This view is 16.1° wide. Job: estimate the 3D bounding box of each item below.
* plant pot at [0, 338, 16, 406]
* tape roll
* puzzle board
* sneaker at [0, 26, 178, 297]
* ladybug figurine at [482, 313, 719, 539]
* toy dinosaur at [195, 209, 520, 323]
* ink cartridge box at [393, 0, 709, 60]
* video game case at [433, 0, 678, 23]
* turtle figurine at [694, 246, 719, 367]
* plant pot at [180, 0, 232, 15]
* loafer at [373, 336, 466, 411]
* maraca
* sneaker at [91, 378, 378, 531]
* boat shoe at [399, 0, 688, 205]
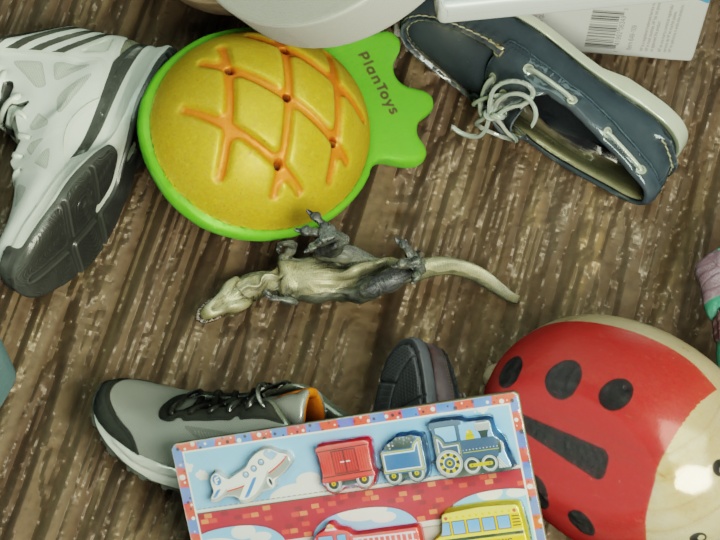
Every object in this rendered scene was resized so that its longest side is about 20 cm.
[{"bbox_3d":[-0.326,0.050,1.415,0.195,0.200,0.197,24,63,9],"label":"plant pot"},{"bbox_3d":[-0.015,-0.232,1.526,0.202,0.037,0.204,-12,66,30],"label":"tape roll"},{"bbox_3d":[0.004,0.154,1.395,0.199,0.017,0.151,-9,98,16],"label":"puzzle board"},{"bbox_3d":[-0.200,-0.073,1.573,0.115,0.076,0.201,17,53,16],"label":"sneaker"},{"bbox_3d":[0.140,0.098,1.445,0.200,0.136,0.072,22,18,39],"label":"ladybug figurine"},{"bbox_3d":[0.000,0.000,1.525,0.199,0.088,0.048,-1,71,-3],"label":"toy dinosaur"},{"bbox_3d":[0.125,-0.239,1.631,0.199,0.147,0.147,5,62,-1],"label":"ink cartridge box"},{"bbox_3d":[0.130,-0.238,1.536,0.199,0.023,0.183,-6,63,-7],"label":"video game case"},{"bbox_3d":[0.237,0.089,1.474,0.100,0.150,0.201,-10,52,11],"label":"turtle figurine"},{"bbox_3d":[-0.048,-0.246,1.635,0.200,0.093,0.202,-12,66,27],"label":"plant pot"},{"bbox_3d":[0.047,0.138,1.473,0.063,0.072,0.201,11,62,-27],"label":"loafer"},{"bbox_3d":[-0.045,-0.092,1.565,0.199,0.107,0.138,-24,83,-30],"label":"maraca"},{"bbox_3d":[-0.062,0.091,1.455,0.199,0.080,0.074,16,28,21],"label":"sneaker"},{"bbox_3d":[0.107,-0.107,1.600,0.200,0.075,0.062,32,58,-1],"label":"boat shoe"}]
